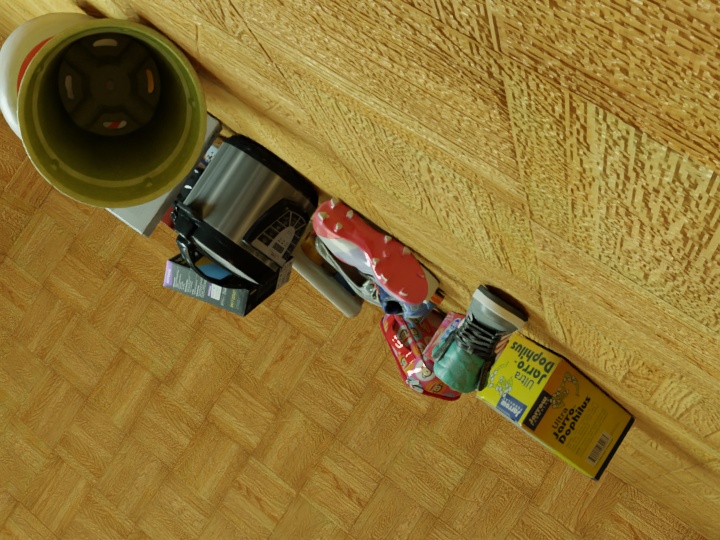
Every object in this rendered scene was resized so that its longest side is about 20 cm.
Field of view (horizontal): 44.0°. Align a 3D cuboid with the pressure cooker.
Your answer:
[{"bbox_3d":[-0.176,-0.072,1.318,0.174,0.202,0.179,35,176,-6],"label":"pressure cooker"}]

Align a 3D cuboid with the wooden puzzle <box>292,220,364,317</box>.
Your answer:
[{"bbox_3d":[-0.052,-0.015,1.722,0.185,0.046,0.200,43,-159,-6],"label":"wooden puzzle"}]

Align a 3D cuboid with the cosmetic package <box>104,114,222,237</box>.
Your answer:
[{"bbox_3d":[-0.321,-0.176,1.317,0.150,0.202,0.052,35,176,0],"label":"cosmetic package"}]

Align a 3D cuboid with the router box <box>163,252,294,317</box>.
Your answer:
[{"bbox_3d":[-0.213,0.001,1.473,0.146,0.052,0.200,19,-159,11],"label":"router box"}]

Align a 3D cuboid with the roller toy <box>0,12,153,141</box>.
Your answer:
[{"bbox_3d":[-0.380,-0.243,1.166,0.183,0.200,0.139,50,170,-26],"label":"roller toy"}]

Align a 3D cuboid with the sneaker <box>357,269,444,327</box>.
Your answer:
[{"bbox_3d":[0.052,0.030,1.499,0.075,0.079,0.199,38,175,-38],"label":"sneaker"}]

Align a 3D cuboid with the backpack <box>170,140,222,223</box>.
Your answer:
[{"bbox_3d":[-0.225,-0.125,1.487,0.189,0.155,0.200,36,-174,-29],"label":"backpack"}]

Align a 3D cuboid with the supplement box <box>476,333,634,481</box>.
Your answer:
[{"bbox_3d":[0.282,0.198,1.282,0.199,0.111,0.108,37,176,-33],"label":"supplement box"}]

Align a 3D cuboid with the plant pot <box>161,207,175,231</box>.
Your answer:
[{"bbox_3d":[-0.376,-0.199,1.719,0.198,0.178,0.200,34,177,2],"label":"plant pot"}]

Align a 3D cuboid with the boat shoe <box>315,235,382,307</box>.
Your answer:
[{"bbox_3d":[0.000,-0.002,1.630,0.202,0.075,0.065,43,180,-7],"label":"boat shoe"}]

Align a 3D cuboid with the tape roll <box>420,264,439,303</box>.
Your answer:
[{"bbox_3d":[0.031,-0.021,1.365,0.201,0.037,0.203,36,177,2],"label":"tape roll"}]

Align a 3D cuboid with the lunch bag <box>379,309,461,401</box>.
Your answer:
[{"bbox_3d":[0.122,0.150,1.726,0.174,0.082,0.202,17,-146,-37],"label":"lunch bag"}]

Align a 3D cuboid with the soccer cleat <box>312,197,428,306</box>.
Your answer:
[{"bbox_3d":[0.013,-0.020,1.234,0.199,0.067,0.077,40,157,11],"label":"soccer cleat"}]

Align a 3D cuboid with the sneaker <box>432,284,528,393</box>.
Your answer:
[{"bbox_3d":[0.141,0.090,1.105,0.083,0.122,0.200,33,176,12],"label":"sneaker"}]

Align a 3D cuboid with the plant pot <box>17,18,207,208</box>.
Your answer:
[{"bbox_3d":[-0.286,-0.197,1.029,0.199,0.201,0.184,36,-173,-27],"label":"plant pot"}]

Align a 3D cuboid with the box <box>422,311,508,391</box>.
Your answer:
[{"bbox_3d":[0.189,0.144,1.553,0.102,0.096,0.200,35,177,-5],"label":"box"}]
